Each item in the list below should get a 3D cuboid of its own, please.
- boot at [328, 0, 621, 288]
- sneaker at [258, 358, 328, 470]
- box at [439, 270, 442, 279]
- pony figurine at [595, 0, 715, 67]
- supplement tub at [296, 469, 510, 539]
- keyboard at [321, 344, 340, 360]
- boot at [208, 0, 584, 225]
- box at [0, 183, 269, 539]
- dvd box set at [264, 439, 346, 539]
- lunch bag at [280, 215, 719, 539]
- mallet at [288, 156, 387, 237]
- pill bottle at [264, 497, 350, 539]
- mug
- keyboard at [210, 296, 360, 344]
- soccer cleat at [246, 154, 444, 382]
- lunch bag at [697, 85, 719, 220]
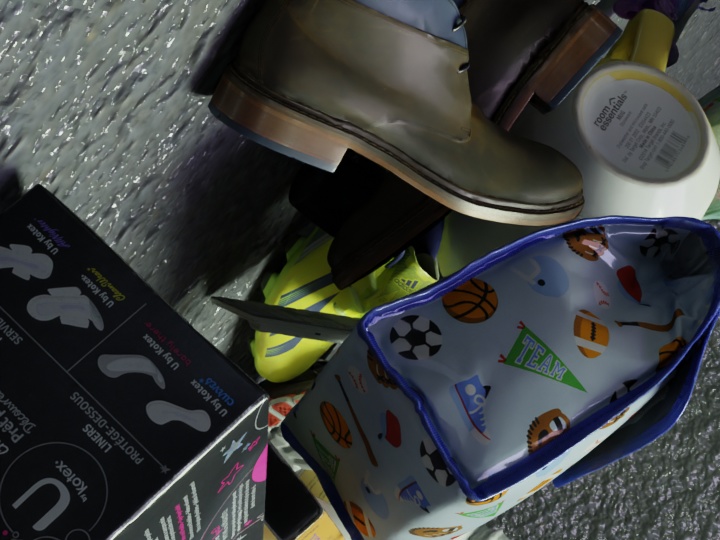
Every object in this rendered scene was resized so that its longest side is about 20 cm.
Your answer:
[{"bbox_3d":[0.034,-0.087,0.864,0.200,0.097,0.075,-45,-179,-6],"label":"boot"},{"bbox_3d":[-0.032,0.084,1.075,0.200,0.077,0.082,-21,-146,52],"label":"sneaker"},{"bbox_3d":[0.116,0.020,1.163,0.200,0.124,0.098,-59,-177,25],"label":"box"},{"bbox_3d":[0.207,-0.194,1.101,0.193,0.166,0.200,-95,-150,-60],"label":"pony figurine"},{"bbox_3d":[0.005,0.196,1.267,0.145,0.200,0.145,-48,166,-16],"label":"supplement tub"},{"bbox_3d":[0.021,0.020,1.176,0.127,0.021,0.200,-46,177,-24],"label":"keyboard"},{"bbox_3d":[0.038,-0.085,0.752,0.200,0.075,0.097,14,111,-31],"label":"boot"},{"bbox_3d":[-0.123,0.082,0.682,0.115,0.132,0.200,-43,164,-21],"label":"box"},{"bbox_3d":[-0.063,0.097,0.892,0.029,0.146,0.200,-39,164,-7],"label":"dvd box set"},{"bbox_3d":[0.083,0.055,0.847,0.200,0.124,0.170,-29,171,-27],"label":"lunch bag"},{"bbox_3d":[0.026,-0.107,0.910,0.200,0.066,0.041,-66,-157,-3],"label":"mallet"},{"bbox_3d":[-0.063,0.204,1.099,0.200,0.114,0.114,13,117,-48],"label":"pill bottle"},{"bbox_3d":[0.131,-0.063,0.975,0.149,0.187,0.153,-5,154,-19],"label":"mug"},{"bbox_3d":[0.011,0.035,0.956,0.200,0.056,0.011,10,101,-33],"label":"keyboard"},{"bbox_3d":[0.000,0.000,0.986,0.200,0.084,0.065,-58,166,24],"label":"soccer cleat"},{"bbox_3d":[0.263,-0.092,1.049,0.160,0.077,0.200,-36,-179,-5],"label":"lunch bag"}]
